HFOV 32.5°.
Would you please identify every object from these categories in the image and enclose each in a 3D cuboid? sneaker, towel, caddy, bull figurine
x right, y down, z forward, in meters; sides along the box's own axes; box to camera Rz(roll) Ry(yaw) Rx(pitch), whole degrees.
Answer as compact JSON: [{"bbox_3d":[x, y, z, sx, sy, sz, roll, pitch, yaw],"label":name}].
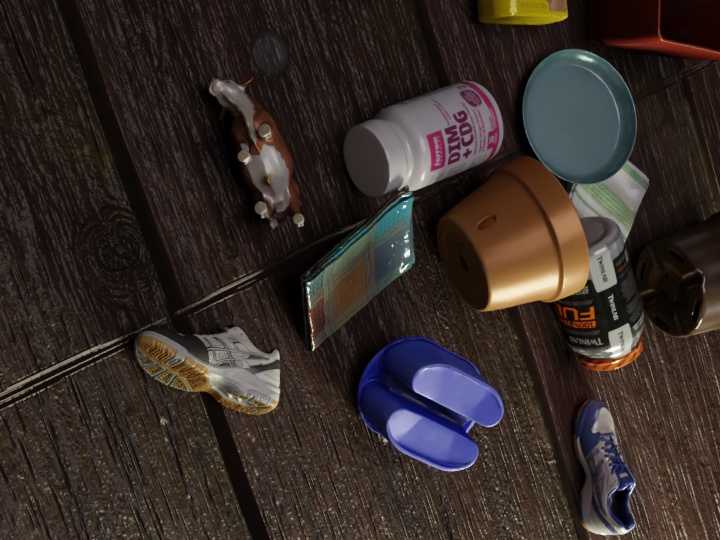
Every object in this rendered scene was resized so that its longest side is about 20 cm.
[{"bbox_3d":[0.371,0.290,1.826,0.075,0.088,0.203,-7,91,-33],"label":"sneaker"},{"bbox_3d":[0.000,0.000,1.558,0.200,0.022,0.148,-42,149,-28],"label":"towel"},{"bbox_3d":[0.089,0.173,1.619,0.199,0.105,0.142,29,96,-31],"label":"caddy"},{"bbox_3d":[0.363,-0.089,1.867,0.149,0.031,0.202,34,70,-29],"label":"towel"},{"bbox_3d":[-0.120,-0.139,1.476,0.065,0.122,0.201,-24,113,3],"label":"bull figurine"},{"bbox_3d":[-0.179,0.099,1.457,0.199,0.075,0.089,30,56,-35],"label":"sneaker"}]

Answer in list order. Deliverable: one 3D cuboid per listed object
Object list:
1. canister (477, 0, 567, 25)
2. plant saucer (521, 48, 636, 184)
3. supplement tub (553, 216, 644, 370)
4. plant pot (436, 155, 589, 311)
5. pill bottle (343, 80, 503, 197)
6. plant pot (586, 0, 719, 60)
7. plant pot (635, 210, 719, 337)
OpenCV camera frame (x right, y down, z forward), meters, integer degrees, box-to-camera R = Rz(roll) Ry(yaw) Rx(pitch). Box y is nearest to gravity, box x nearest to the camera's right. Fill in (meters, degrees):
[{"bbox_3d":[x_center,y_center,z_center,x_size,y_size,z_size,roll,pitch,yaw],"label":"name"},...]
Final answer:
[{"bbox_3d":[0.225,-0.455,1.747,0.147,0.086,0.203,-6,94,-35],"label":"canister"},{"bbox_3d":[0.319,-0.225,1.821,0.198,0.027,0.203,2,84,-23],"label":"plant saucer"},{"bbox_3d":[0.338,0.035,1.779,0.122,0.122,0.202,-36,118,-31],"label":"supplement tub"},{"bbox_3d":[0.194,-0.035,1.659,0.139,0.200,0.202,-24,103,-16],"label":"plant pot"},{"bbox_3d":[0.082,-0.170,1.616,0.199,0.113,0.115,-24,102,-33],"label":"pill bottle"},{"bbox_3d":[0.448,-0.417,1.849,0.198,0.175,0.203,3,87,-35],"label":"plant pot"},{"bbox_3d":[0.546,0.005,1.909,0.196,0.200,0.203,-15,97,-26],"label":"plant pot"}]
